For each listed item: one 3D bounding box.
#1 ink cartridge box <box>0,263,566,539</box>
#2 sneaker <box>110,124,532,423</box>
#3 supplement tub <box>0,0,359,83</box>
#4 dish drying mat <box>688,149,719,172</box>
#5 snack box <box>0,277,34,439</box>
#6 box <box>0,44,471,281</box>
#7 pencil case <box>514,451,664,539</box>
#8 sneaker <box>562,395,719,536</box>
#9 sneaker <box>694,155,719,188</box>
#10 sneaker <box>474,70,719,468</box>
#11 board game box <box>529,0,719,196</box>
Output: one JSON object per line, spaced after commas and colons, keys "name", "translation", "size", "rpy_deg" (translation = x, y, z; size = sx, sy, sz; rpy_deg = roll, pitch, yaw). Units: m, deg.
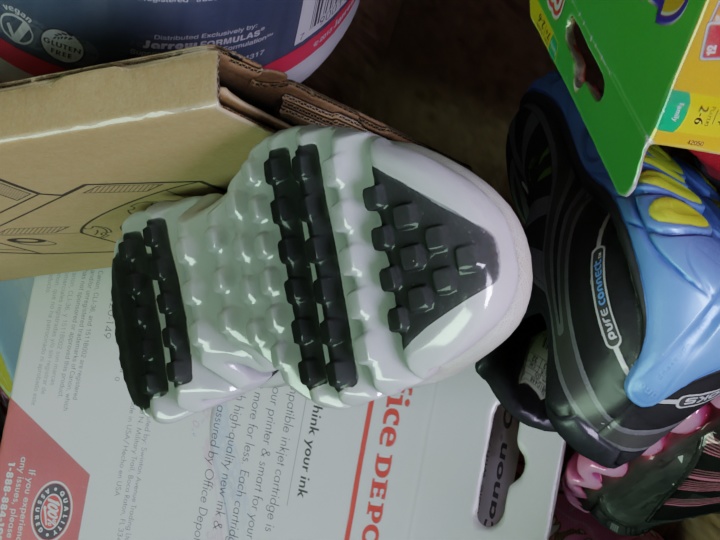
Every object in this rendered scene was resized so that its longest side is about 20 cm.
{"name": "ink cartridge box", "translation": [-0.015, 0.059, 0.932], "size": [0.200, 0.117, 0.067], "rpy_deg": [6, 169, 29]}
{"name": "sneaker", "translation": [0.000, 0.000, 0.791], "size": [0.200, 0.081, 0.075], "rpy_deg": [-9, 87, 64]}
{"name": "supplement tub", "translation": [-0.054, -0.148, 0.809], "size": [0.140, 0.140, 0.200], "rpy_deg": [41, 147, 18]}
{"name": "dish drying mat", "translation": [0.164, 0.002, 0.710], "size": [0.200, 0.018, 0.077], "rpy_deg": [30, 160, -15]}
{"name": "snack box", "translation": [-0.137, 0.001, 1.113], "size": [0.142, 0.053, 0.200], "rpy_deg": [43, 155, 57]}
{"name": "box", "translation": [-0.088, -0.025, 0.859], "size": [0.200, 0.163, 0.021], "rpy_deg": [-8, 77, 26]}
{"name": "pencil case", "translation": [0.011, 0.076, 1.007], "size": [0.200, 0.083, 0.087], "rpy_deg": [34, 127, 27]}
{"name": "sneaker", "translation": [0.131, 0.046, 0.840], "size": [0.095, 0.079, 0.200], "rpy_deg": [40, 150, -2]}
{"name": "sneaker", "translation": [0.142, -0.058, 0.711], "size": [0.098, 0.071, 0.200], "rpy_deg": [37, 153, 7]}
{"name": "sneaker", "translation": [0.062, 0.000, 0.803], "size": [0.071, 0.083, 0.200], "rpy_deg": [38, -171, -12]}
{"name": "board game box", "translation": [0.088, -0.120, 0.652], "size": [0.096, 0.030, 0.200], "rpy_deg": [-109, 35, -53]}
